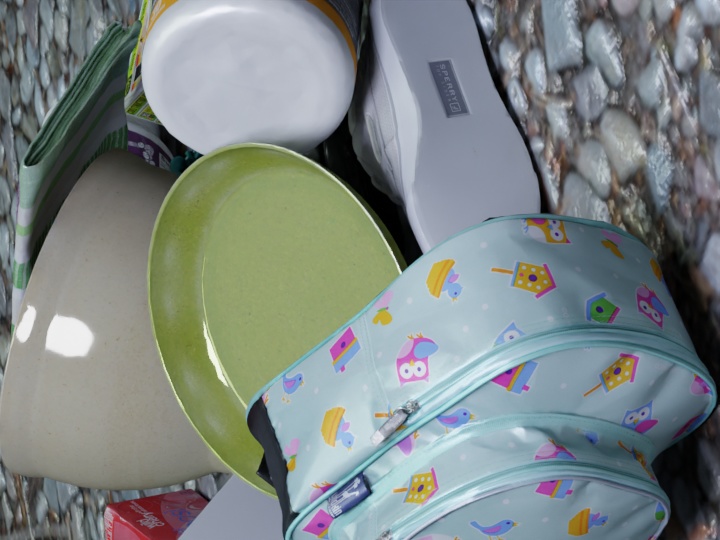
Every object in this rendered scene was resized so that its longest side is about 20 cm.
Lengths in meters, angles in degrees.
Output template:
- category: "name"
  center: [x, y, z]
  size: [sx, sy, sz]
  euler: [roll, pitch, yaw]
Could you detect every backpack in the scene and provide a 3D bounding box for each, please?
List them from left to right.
- category: "backpack"
  center: [0.068, 0.071, 1.421]
  size: [0.200, 0.175, 0.154]
  euler: [-49, 46, 27]

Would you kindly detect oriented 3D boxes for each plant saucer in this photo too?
- category: "plant saucer"
  center: [-0.034, 0.027, 1.591]
  size: [0.200, 0.031, 0.201]
  euler: [15, 113, 39]

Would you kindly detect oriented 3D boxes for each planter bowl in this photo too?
- category: "planter bowl"
  center: [-0.110, 0.044, 1.739]
  size: [0.200, 0.134, 0.201]
  euler: [18, -90, -81]

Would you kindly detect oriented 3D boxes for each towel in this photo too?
- category: "towel"
  center: [-0.167, -0.031, 1.743]
  size: [0.153, 0.023, 0.200]
  euler: [-63, -13, -45]

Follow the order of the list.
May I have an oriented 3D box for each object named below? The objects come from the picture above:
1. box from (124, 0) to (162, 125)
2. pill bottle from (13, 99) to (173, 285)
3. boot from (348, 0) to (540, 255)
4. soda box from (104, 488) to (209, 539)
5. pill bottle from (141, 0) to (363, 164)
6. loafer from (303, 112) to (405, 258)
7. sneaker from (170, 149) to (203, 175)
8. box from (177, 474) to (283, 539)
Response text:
- category: "box"
  center: [-0.095, -0.198, 1.791]
  size: [0.110, 0.035, 0.201]
  euler: [143, 140, -63]
- category: "pill bottle"
  center: [-0.173, -0.031, 1.970]
  size: [0.200, 0.112, 0.113]
  euler: [-97, 15, -51]
- category: "boot"
  center: [0.041, -0.056, 1.598]
  size: [0.096, 0.073, 0.201]
  euler: [112, 151, -57]
- category: "soda box"
  center: [-0.104, 0.205, 1.976]
  size: [0.200, 0.070, 0.064]
  euler: [-153, 58, -61]
- category: "pill bottle"
  center: [-0.054, -0.160, 1.637]
  size: [0.200, 0.116, 0.117]
  euler: [-85, 8, -49]
- category: "loafer"
  center: [0.000, 0.000, 1.707]
  size: [0.068, 0.070, 0.201]
  euler: [2, 117, 24]
- category: "sneaker"
  center: [-0.084, -0.046, 1.837]
  size: [0.078, 0.079, 0.200]
  euler: [-97, 19, -47]
- category: "box"
  center: [-0.047, 0.223, 1.733]
  size: [0.124, 0.098, 0.200]
  euler: [28, 136, 15]
